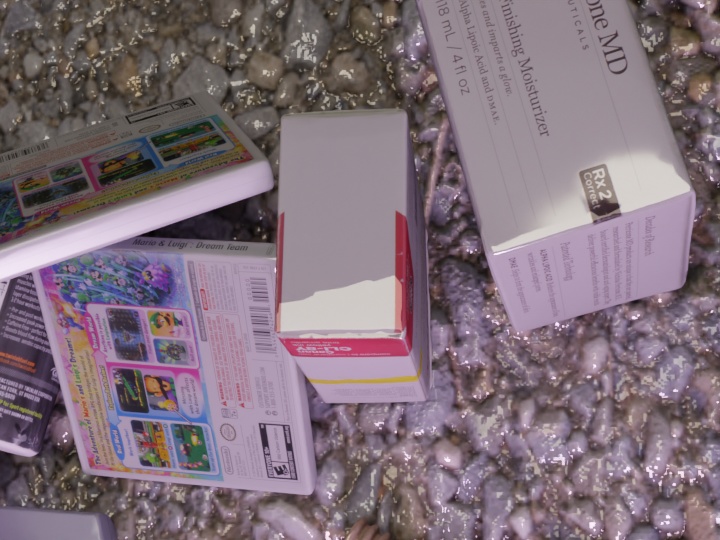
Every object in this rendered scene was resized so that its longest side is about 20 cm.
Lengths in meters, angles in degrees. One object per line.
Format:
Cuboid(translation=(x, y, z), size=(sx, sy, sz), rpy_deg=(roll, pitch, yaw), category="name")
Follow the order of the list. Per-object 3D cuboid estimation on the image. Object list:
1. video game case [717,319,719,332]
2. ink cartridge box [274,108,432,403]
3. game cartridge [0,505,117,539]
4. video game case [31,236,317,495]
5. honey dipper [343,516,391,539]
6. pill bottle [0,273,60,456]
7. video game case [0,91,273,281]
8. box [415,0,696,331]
Cuboid(translation=(0.354, 0.085, 0.812), size=(0.197, 0.023, 0.185), rpy_deg=(-18, 70, 6), category="video game case")
Cuboid(translation=(0.000, 0.000, 0.854), size=(0.082, 0.200, 0.147), rpy_deg=(-2, 72, 7), category="ink cartridge box")
Cuboid(translation=(-0.238, 0.273, 0.914), size=(0.131, 0.041, 0.203), rpy_deg=(1, 74, 16), category="game cartridge")
Cuboid(translation=(-0.127, 0.067, 0.884), size=(0.179, 0.202, 0.024), rpy_deg=(3, 33, 13), category="video game case")
Cuboid(translation=(0.074, 0.235, 0.859), size=(0.198, 0.038, 0.038), rpy_deg=(30, 82, 17), category="honey dipper")
Cuboid(translation=(-0.260, 0.028, 0.954), size=(0.105, 0.106, 0.203), rpy_deg=(12, 76, 15), category="pill bottle")
Cuboid(translation=(-0.175, -0.061, 0.860), size=(0.197, 0.024, 0.182), rpy_deg=(-20, 27, -12), category="video game case")
Cuboid(translation=(0.131, -0.088, 0.856), size=(0.129, 0.200, 0.202), rpy_deg=(-17, 71, 7), category="box")
